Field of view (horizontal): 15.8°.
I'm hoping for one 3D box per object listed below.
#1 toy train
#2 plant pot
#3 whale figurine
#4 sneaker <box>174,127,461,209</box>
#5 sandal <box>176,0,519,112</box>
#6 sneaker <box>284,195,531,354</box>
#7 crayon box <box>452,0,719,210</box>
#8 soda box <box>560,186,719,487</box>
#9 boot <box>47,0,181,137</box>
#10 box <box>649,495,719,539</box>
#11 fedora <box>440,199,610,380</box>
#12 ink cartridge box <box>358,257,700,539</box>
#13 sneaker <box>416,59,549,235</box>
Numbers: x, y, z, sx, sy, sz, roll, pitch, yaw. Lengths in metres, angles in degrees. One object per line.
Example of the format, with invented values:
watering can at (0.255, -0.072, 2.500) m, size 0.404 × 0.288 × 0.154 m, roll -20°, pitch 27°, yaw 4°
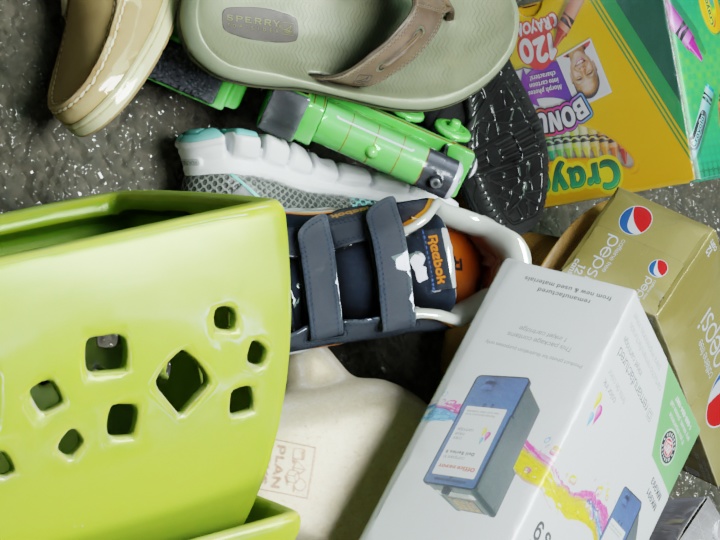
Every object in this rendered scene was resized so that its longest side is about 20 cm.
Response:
toy train at (-0.027, -0.089, 1.415) m, size 0.199 × 0.042 × 0.056 m, roll 23°, pitch 23°, yaw -6°
plant pot at (-0.147, 0.068, 1.236) m, size 0.198 × 0.200 × 0.183 m, roll -13°, pitch 100°, yaw -26°
whale figurine at (-0.045, 0.117, 1.414) m, size 0.198 × 0.104 × 0.160 m, roll 11°, pitch 75°, yaw -14°
sneaker at (-0.024, -0.017, 1.457) m, size 0.199 × 0.077 × 0.092 m, roll 14°, pitch 84°, yaw -31°
sandal at (0.001, -0.129, 1.379) m, size 0.200 × 0.057 × 0.080 m, roll -3°, pitch 77°, yaw -29°
sneaker at (0.000, 0.000, 1.384) m, size 0.199 × 0.079 × 0.079 m, roll -11°, pitch 92°, yaw -31°
crayon box at (0.126, -0.099, 1.503) m, size 0.058 × 0.199 × 0.120 m, roll -11°, pitch 91°, yaw -44°
soda box at (0.177, 0.041, 1.484) m, size 0.064 × 0.067 × 0.200 m, roll -54°, pitch 148°, yaw -18°
boot at (-0.161, -0.186, 1.351) m, size 0.155 × 0.073 × 0.201 m, roll 32°, pitch 63°, yaw -34°
box at (0.180, 0.229, 1.535) m, size 0.048 × 0.158 × 0.201 m, roll -48°, pitch 114°, yaw -39°
fedora at (0.103, 0.043, 1.522) m, size 0.200 × 0.081 × 0.202 m, roll -37°, pitch 140°, yaw -40°
ink cartridge box at (0.089, 0.120, 1.367) m, size 0.201 × 0.087 × 0.146 m, roll -59°, pitch 144°, yaw -23°
sneaker at (0.037, -0.113, 1.495) m, size 0.060 × 0.104 × 0.201 m, roll -26°, pitch 102°, yaw -34°
